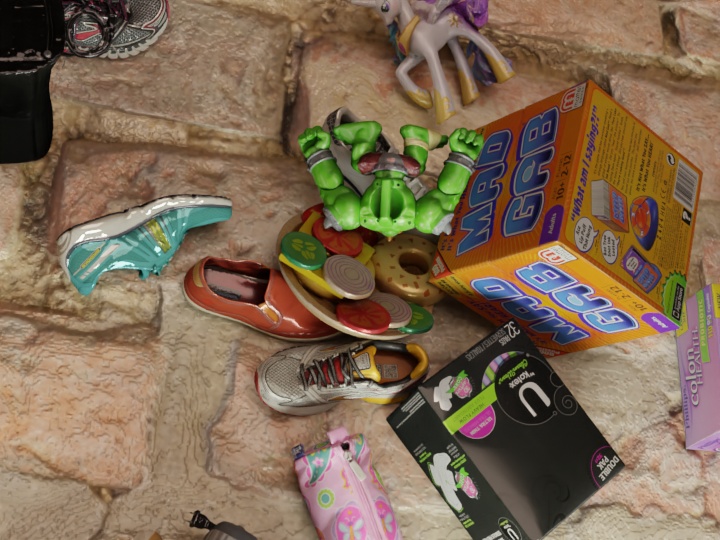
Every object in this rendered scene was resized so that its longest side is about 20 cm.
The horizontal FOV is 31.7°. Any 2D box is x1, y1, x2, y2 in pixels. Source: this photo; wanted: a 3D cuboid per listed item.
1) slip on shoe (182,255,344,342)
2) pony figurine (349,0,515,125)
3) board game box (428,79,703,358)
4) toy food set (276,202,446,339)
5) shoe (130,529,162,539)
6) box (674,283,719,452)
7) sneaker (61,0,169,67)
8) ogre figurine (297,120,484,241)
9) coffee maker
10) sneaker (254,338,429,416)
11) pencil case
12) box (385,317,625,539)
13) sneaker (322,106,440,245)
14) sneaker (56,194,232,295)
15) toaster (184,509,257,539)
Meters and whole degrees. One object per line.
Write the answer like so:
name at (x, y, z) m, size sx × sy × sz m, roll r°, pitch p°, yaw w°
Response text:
slip on shoe at (-0.096, 0.029, 1.388) m, size 0.198 × 0.061 × 0.075 m, roll 15°, pitch 63°, yaw -12°
pony figurine at (0.103, -0.304, 1.553) m, size 0.192 × 0.166 × 0.201 m, roll -33°, pitch 96°, yaw -18°
board game box at (0.230, -0.049, 1.407) m, size 0.199 × 0.199 × 0.202 m, roll 32°, pitch 60°, yaw -29°
toy food set at (0.000, 0.000, 1.397) m, size 0.199 × 0.049 × 0.198 m, roll 32°, pitch 37°, yaw 1°
shoe at (-0.277, 0.307, 1.210) m, size 0.199 × 0.070 × 0.054 m, roll -37°, pitch 90°, yaw -24°
box at (0.488, 0.123, 1.505) m, size 0.197 × 0.097 × 0.178 m, roll 7°, pitch 66°, yaw -13°
sneaker at (-0.313, -0.287, 1.447) m, size 0.198 × 0.075 × 0.081 m, roll -14°, pitch 73°, yaw -22°
ogre figurine at (0.029, -0.099, 1.387) m, size 0.197 × 0.098 × 0.122 m, roll 8°, pitch 73°, yaw -12°
coffee maker at (-0.364, -0.199, 1.324) m, size 0.190 × 0.200 × 0.136 m, roll 19°, pitch 66°, yaw -6°
sneaker at (-0.018, 0.105, 1.367) m, size 0.197 × 0.082 × 0.079 m, roll -7°, pitch 71°, yaw -18°
pencil case at (-0.001, 0.265, 1.305) m, size 0.086 × 0.088 × 0.202 m, roll -15°, pitch 74°, yaw -22°
box at (0.154, 0.185, 1.362) m, size 0.148 × 0.124 × 0.201 m, roll -32°, pitch 81°, yaw -25°
sneaker at (0.031, -0.106, 1.473) m, size 0.199 × 0.081 × 0.077 m, roll 39°, pitch 61°, yaw 0°
sneaker at (-0.230, -0.033, 1.380) m, size 0.198 × 0.077 × 0.081 m, roll -21°, pitch 94°, yaw -18°
toaster at (-0.113, 0.337, 1.225) m, size 0.199 × 0.114 × 0.130 m, roll 35°, pitch 65°, yaw -2°
